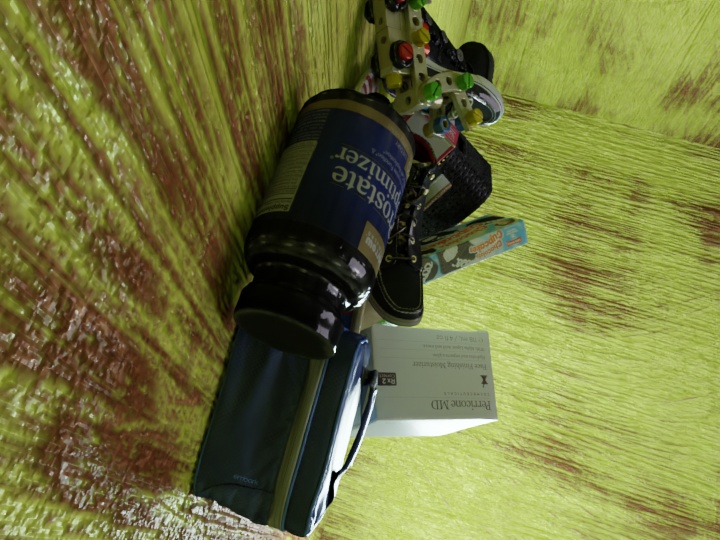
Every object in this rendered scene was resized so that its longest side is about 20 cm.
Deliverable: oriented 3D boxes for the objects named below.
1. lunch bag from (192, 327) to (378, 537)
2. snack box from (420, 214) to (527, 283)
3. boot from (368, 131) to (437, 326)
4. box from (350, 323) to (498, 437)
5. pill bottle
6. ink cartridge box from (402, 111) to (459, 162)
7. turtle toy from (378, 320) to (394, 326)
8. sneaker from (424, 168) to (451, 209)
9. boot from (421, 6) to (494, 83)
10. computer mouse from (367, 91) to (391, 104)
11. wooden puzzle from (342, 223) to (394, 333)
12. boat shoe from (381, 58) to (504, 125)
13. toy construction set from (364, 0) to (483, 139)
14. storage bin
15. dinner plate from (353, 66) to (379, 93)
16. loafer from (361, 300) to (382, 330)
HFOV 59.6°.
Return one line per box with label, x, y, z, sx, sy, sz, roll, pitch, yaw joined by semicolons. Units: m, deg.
lunch bag;-0.056;0.131;0.592;0.136;0.130;0.204;35;71;-83
snack box;0.125;-0.029;0.898;0.116;0.196;0.038;-153;-136;-72
boot;0.050;-0.054;0.753;0.206;0.072;0.156;-98;-162;-46
box;0.068;0.173;0.941;0.200;0.195;0.134;138;-48;-60
pill bottle;-0.030;-0.038;0.518;0.112;0.109;0.203;92;14;-65
ink cartridge box;0.087;-0.221;0.981;0.144;0.084;0.202;-40;-162;38
turtle toy;0.002;0.068;1.018;0.200;0.143;0.103;126;-46;-58
sneaker;0.038;-0.111;0.906;0.070;0.109;0.200;-40;-179;-39
boot;0.112;-0.324;0.900;0.065;0.198;0.168;-31;-136;35
computer mouse;0.029;-0.191;0.808;0.200;0.033;0.060;-49;154;-77
wooden puzzle;-0.008;-0.029;0.711;0.187;0.045;0.203;-88;-169;-48
boat shoe;0.113;-0.228;0.829;0.073;0.196;0.069;-40;-138;40
toy construction set;0.066;-0.256;0.721;0.092;0.129;0.204;-32;-112;48
storage bin;0.109;-0.119;1.018;0.199;0.094;0.136;-39;-162;28
dinner plate;-0.013;-0.153;0.781;0.200;0.024;0.205;16;89;-83
loafer;0.000;0.000;0.879;0.076;0.067;0.203;97;-9;-54
